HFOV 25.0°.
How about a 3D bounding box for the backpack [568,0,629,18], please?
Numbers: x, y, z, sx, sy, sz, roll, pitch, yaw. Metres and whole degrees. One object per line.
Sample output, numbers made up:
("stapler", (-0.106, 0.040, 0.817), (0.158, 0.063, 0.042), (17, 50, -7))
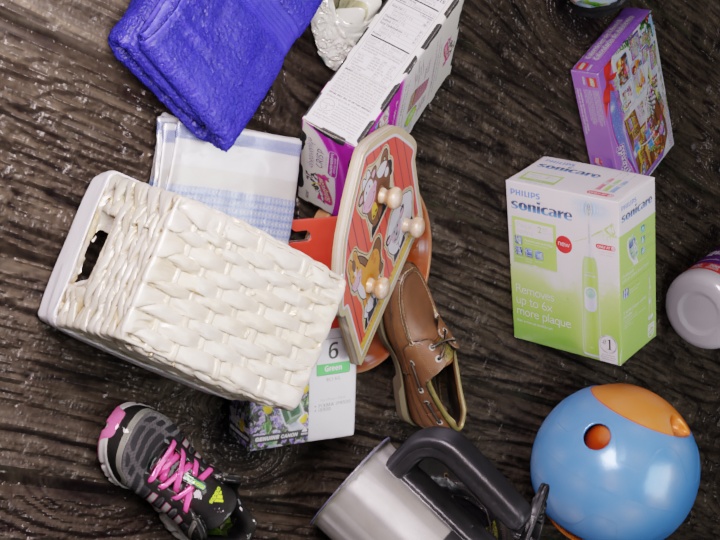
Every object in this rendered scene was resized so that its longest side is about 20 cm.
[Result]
("backpack", (0.244, -0.375, 1.716), (0.200, 0.154, 0.164), (30, 84, -40))

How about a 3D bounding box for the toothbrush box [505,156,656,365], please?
("toothbrush box", (0.249, -0.012, 1.821), (0.086, 0.145, 0.201), (-30, 125, -44))

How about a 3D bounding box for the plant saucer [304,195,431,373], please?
("plant saucer", (0.000, 0.000, 1.584), (0.200, 0.032, 0.201), (-22, 118, -48))

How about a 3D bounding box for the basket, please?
("basket", (-0.129, 0.021, 1.292), (0.200, 0.123, 0.136), (27, 82, -37))

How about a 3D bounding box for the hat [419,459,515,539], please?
("hat", (0.083, 0.283, 1.739), (0.200, 0.201, 0.081), (-31, 168, -45))

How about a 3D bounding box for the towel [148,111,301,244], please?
("towel", (-0.124, -0.026, 1.378), (0.146, 0.024, 0.201), (5, 96, -37))

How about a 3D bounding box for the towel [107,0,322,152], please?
("towel", (-0.105, -0.216, 1.325), (0.148, 0.049, 0.200), (44, 64, -33))

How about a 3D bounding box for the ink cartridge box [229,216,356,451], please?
("ink cartridge box", (-0.060, 0.056, 1.473), (0.109, 0.050, 0.201), (-6, 108, -27))

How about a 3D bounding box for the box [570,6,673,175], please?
("box", (0.316, -0.194, 1.942), (0.137, 0.039, 0.200), (-49, 136, -34))

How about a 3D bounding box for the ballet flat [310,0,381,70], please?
("ballet flat", (-0.015, -0.261, 1.447), (0.072, 0.072, 0.201), (-43, 134, -37))

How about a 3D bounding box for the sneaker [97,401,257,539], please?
("sneaker", (-0.149, 0.182, 1.393), (0.074, 0.087, 0.200), (-57, 140, -24))

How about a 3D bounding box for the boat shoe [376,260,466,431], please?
("boat shoe", (0.067, 0.075, 1.616), (0.072, 0.068, 0.201), (-44, 134, -34))

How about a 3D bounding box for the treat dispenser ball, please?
("treat dispenser ball", (0.303, 0.234, 1.929), (0.201, 0.200, 0.202), (-22, 119, -48))

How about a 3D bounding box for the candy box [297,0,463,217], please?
("candy box", (0.018, -0.161, 1.485), (0.200, 0.061, 0.137), (-56, 168, -25))

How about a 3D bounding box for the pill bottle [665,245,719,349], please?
("pill bottle", (0.507, 0.023, 2.214), (0.200, 0.112, 0.113), (-30, 124, -46))

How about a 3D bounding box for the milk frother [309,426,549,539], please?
("milk frother", (0.084, 0.247, 1.630), (0.181, 0.188, 0.200), (-48, 172, 6))

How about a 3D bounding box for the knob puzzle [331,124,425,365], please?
("knob puzzle", (0.021, -0.039, 1.434), (0.220, 0.030, 0.221), (13, 90, -71))
